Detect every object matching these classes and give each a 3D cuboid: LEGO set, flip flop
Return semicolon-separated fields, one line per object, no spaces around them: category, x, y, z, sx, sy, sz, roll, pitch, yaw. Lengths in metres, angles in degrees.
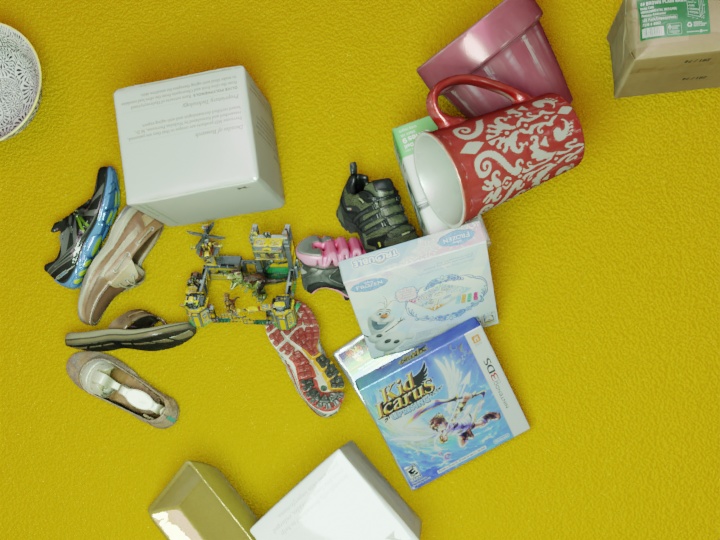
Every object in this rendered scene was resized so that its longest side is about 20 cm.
LEGO set;-0.176;0.001;1.379;0.198;0.116;0.154;7;50;13
flip flop;-0.351;0.089;1.427;0.198;0.081;0.058;-4;70;5

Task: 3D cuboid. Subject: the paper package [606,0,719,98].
paper package;0.473;-0.334;1.355;0.198;0.191;0.104;-5;82;5

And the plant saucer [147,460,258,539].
plant saucer;-0.203;0.376;1.346;0.200;0.200;0.048;49;46;8

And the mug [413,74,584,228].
mug;0.184;-0.172;1.241;0.199;0.133;0.179;-22;122;-16

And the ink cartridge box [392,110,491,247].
ink cartridge box;0.117;-0.112;1.377;0.083;0.146;0.201;-19;81;1

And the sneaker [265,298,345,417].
sneaker;-0.088;0.133;1.399;0.077;0.082;0.201;-19;64;-13

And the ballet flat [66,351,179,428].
ballet flat;-0.365;0.175;1.419;0.199;0.067;0.068;24;81;7

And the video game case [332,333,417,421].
video game case;0.088;0.148;1.410;0.199;0.022;0.183;-33;81;1

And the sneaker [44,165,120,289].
sneaker;-0.433;-0.073;1.455;0.082;0.071;0.201;23;88;1

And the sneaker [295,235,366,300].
sneaker;0.000;0.000;1.420;0.198;0.079;0.096;1;118;-6

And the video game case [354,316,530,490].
video game case;0.120;0.194;1.353;0.199;0.045;0.182;-28;105;0

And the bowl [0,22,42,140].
bowl;-0.583;-0.282;1.483;0.199;0.094;0.203;-1;82;4

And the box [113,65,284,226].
box;-0.232;-0.176;1.388;0.198;0.199;0.173;-10;82;5

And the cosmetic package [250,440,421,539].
cosmetic package;-0.027;0.356;1.302;0.165;0.200;0.165;-42;82;-2

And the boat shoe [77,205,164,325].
boat shoe;-0.368;-0.003;1.441;0.071;0.076;0.201;25;87;5

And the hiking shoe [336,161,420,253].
hiking shoe;0.031;-0.079;1.363;0.075;0.101;0.200;-21;43;-31

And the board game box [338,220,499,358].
board game box;0.087;0.032;1.317;0.198;0.200;0.044;-16;53;2

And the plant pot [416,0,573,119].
plant pot;0.211;-0.285;1.380;0.200;0.200;0.179;-38;97;-1
